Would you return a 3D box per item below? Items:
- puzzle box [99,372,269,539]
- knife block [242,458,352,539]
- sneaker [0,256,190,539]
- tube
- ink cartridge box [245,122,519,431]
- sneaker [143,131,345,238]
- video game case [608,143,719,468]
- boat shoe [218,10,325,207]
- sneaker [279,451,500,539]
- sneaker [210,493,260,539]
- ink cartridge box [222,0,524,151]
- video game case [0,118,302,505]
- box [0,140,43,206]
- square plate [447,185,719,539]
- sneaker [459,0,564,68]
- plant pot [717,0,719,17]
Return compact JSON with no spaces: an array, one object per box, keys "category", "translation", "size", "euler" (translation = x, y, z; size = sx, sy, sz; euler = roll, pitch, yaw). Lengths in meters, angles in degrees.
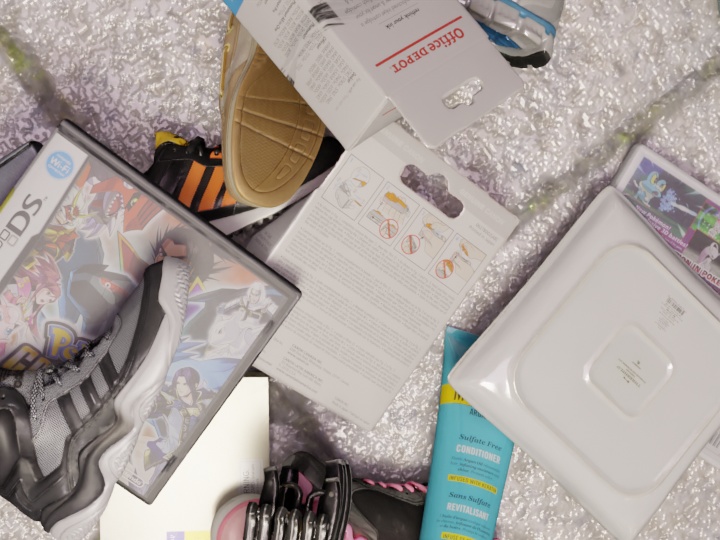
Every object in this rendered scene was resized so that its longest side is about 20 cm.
[{"category":"puzzle box","translation":[-0.135,0.180,1.002],"size":[0.132,0.025,0.202],"euler":[0,96,-6]},{"category":"knife block","translation":[-0.045,0.236,0.911],"size":[0.063,0.176,0.201],"euler":[8,129,13]},{"category":"sneaker","translation":[-0.189,0.070,0.832],"size":[0.113,0.075,0.201],"euler":[24,97,-11]},{"category":"tube","translation":[0.083,0.144,0.984],"size":[0.077,0.050,0.201],"euler":[19,65,-12]},{"category":"ink cartridge box","translation":[0.000,0.000,0.957],"size":[0.160,0.050,0.201],"euler":[34,91,-31]},{"category":"sneaker","translation":[-0.111,-0.070,0.957],"size":[0.199,0.070,0.091],"euler":[-25,101,-1]},{"category":"video game case","translation":[0.251,0.030,1.025],"size":[0.199,0.023,0.183],"euler":[32,92,-8]},{"category":"boat shoe","translation":[-0.067,-0.133,0.933],"size":[0.073,0.069,0.202],"euler":[19,68,-27]},{"category":"sneaker","translation":[0.029,0.191,1.003],"size":[0.200,0.079,0.096],"euler":[39,75,-11]},{"category":"sneaker","translation":[-0.030,0.254,0.964],"size":[0.075,0.104,0.201],"euler":[-37,107,-22]},{"category":"ink cartridge box","translation":[0.003,-0.163,0.876],"size":[0.116,0.068,0.200],"euler":[-35,83,-38]},{"category":"video game case","translation":[-0.171,0.030,0.880],"size":[0.199,0.026,0.181],"euler":[36,92,-9]},{"category":"box","translation":[-0.233,0.034,0.913],"size":[0.157,0.051,0.201],"euler":[-34,98,-1]},{"category":"square plate","translation":[0.199,0.074,0.986],"size":[0.200,0.028,0.198],"euler":[42,83,-10]},{"category":"sneaker","translation":[0.066,-0.232,0.968],"size":[0.199,0.075,0.087],"euler":[28,75,-8]},{"category":"plant pot","translation":[0.369,-0.197,0.939],"size":[0.194,0.196,0.202],"euler":[1,106,-6]}]
